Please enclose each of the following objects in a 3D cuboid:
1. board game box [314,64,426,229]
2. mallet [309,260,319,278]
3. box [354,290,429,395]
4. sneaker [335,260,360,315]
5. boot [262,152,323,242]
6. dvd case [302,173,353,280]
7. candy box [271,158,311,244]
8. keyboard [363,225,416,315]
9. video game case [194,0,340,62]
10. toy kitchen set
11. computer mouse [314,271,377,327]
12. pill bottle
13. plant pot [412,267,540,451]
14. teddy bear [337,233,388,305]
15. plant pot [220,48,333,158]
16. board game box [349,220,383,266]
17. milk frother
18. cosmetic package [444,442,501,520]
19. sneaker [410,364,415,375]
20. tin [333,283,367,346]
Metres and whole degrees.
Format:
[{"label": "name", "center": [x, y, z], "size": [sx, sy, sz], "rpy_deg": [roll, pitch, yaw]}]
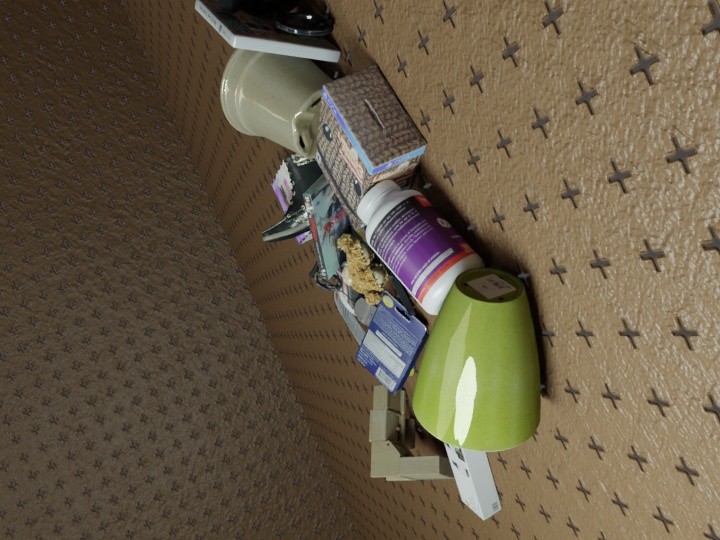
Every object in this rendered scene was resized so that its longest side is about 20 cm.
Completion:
[{"label": "board game box", "center": [0.008, -0.192, 1.096], "size": [0.161, 0.096, 0.201], "rpy_deg": [60, 162, 17]}, {"label": "mallet", "center": [-0.080, -0.041, 1.456], "size": [0.041, 0.066, 0.201], "rpy_deg": [44, 133, 11]}, {"label": "box", "center": [0.065, 0.143, 1.367], "size": [0.121, 0.032, 0.202], "rpy_deg": [42, 133, 23]}, {"label": "sneaker", "center": [-0.015, 0.011, 1.478], "size": [0.201, 0.080, 0.087], "rpy_deg": [54, 150, 16]}, {"label": "boot", "center": [-0.138, -0.159, 1.448], "size": [0.156, 0.201, 0.073], "rpy_deg": [68, -166, 3]}, {"label": "dvd case", "center": [-0.049, -0.102, 1.326], "size": [0.022, 0.146, 0.202], "rpy_deg": [14, 134, 28]}, {"label": "candy box", "center": [-0.131, -0.167, 1.583], "size": [0.170, 0.071, 0.200], "rpy_deg": [65, 163, 1]}, {"label": "keyboard", "center": [0.058, -0.015, 1.202], "size": [0.202, 0.039, 0.104], "rpy_deg": [62, -176, 3]}, {"label": "video game case", "center": [-0.158, -0.407, 1.150], "size": [0.182, 0.197, 0.024], "rpy_deg": [50, 131, 40]}, {"label": "toy kitchen set", "center": [0.137, 0.372, 1.546], "size": [0.163, 0.178, 0.203], "rpy_deg": [30, -125, -49]}, {"label": "computer mouse", "center": [-0.015, 0.058, 1.443], "size": [0.199, 0.034, 0.059], "rpy_deg": [35, 123, 19]}, {"label": "pill bottle", "center": [0.084, -0.040, 1.013], "size": [0.201, 0.112, 0.113], "rpy_deg": [50, 158, 20]}, {"label": "plant pot", "center": [0.167, 0.106, 0.936], "size": [0.187, 0.184, 0.203], "rpy_deg": [42, 138, 51]}, {"label": "teddy bear", "center": [0.000, 0.000, 1.313], "size": [0.146, 0.066, 0.200], "rpy_deg": [58, 172, -16]}, {"label": "plant pot", "center": [-0.119, -0.301, 1.218], "size": [0.183, 0.199, 0.202], "rpy_deg": [38, 150, 33]}, {"label": "board game box", "center": [0.037, -0.072, 1.273], "size": [0.200, 0.034, 0.137], "rpy_deg": [47, 155, 44]}, {"label": "milk frother", "center": [-0.127, -0.493, 1.083], "size": [0.197, 0.182, 0.189], "rpy_deg": [15, 147, 8]}, {"label": "cosmetic package", "center": [0.213, 0.381, 1.333], "size": [0.082, 0.050, 0.203], "rpy_deg": [27, 138, 65]}, {"label": "sneaker", "center": [0.071, 0.175, 1.434], "size": [0.066, 0.077, 0.202], "rpy_deg": [53, 157, 38]}, {"label": "tin", "center": [-0.010, 0.116, 1.663], "size": [0.201, 0.041, 0.113], "rpy_deg": [57, 157, 26]}]
